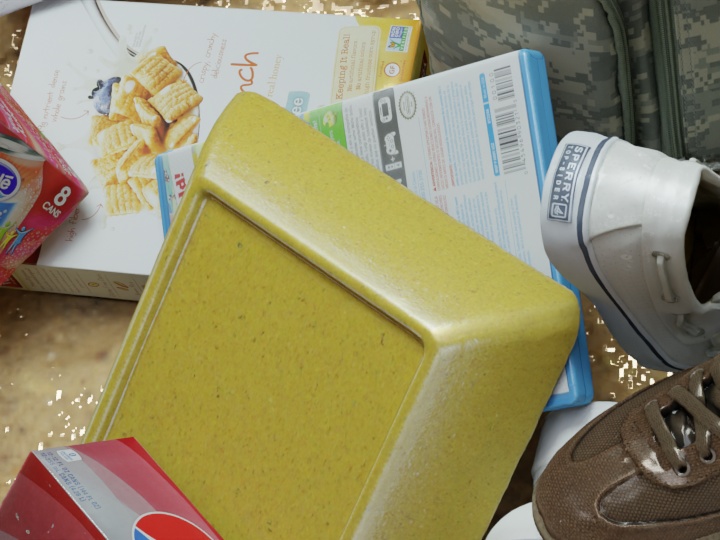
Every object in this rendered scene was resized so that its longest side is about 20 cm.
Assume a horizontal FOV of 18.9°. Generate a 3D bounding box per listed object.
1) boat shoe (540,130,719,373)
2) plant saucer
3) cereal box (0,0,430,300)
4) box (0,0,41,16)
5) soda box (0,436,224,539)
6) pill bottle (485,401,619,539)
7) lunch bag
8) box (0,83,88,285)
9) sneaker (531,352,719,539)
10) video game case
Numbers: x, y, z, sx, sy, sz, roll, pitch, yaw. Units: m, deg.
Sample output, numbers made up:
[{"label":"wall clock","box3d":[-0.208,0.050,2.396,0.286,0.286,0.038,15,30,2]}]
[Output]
[{"label":"boat shoe","box3d":[0.145,-0.003,0.860,0.086,0.202,0.075,10,75,28]},{"label":"plant saucer","box3d":[-0.032,0.054,0.896,0.199,0.048,0.201,34,108,31]},{"label":"cereal box","box3d":[-0.075,-0.055,1.025,0.198,0.040,0.145,4,67,14]},{"label":"box","box3d":[-0.108,-0.223,1.054,0.199,0.113,0.102,-19,36,2]},{"label":"soda box","box3d":[-0.066,0.157,0.853,0.200,0.063,0.070,45,116,26]},{"label":"pill bottle","box3d":[0.093,0.159,0.850,0.111,0.112,0.201,8,68,15]},{"label":"lunch bag","box3d":[0.103,-0.129,0.935,0.166,0.200,0.140,-5,57,8]},{"label":"box","box3d":[-0.227,-0.080,1.009,0.095,0.100,0.200,-44,52,2]},{"label":"sneaker","box3d":[0.151,0.041,0.800,0.199,0.076,0.071,-24,51,-5]},{"label":"video game case","box3d":[0.000,0.000,0.916,0.199,0.018,0.144,-13,82,34]}]
